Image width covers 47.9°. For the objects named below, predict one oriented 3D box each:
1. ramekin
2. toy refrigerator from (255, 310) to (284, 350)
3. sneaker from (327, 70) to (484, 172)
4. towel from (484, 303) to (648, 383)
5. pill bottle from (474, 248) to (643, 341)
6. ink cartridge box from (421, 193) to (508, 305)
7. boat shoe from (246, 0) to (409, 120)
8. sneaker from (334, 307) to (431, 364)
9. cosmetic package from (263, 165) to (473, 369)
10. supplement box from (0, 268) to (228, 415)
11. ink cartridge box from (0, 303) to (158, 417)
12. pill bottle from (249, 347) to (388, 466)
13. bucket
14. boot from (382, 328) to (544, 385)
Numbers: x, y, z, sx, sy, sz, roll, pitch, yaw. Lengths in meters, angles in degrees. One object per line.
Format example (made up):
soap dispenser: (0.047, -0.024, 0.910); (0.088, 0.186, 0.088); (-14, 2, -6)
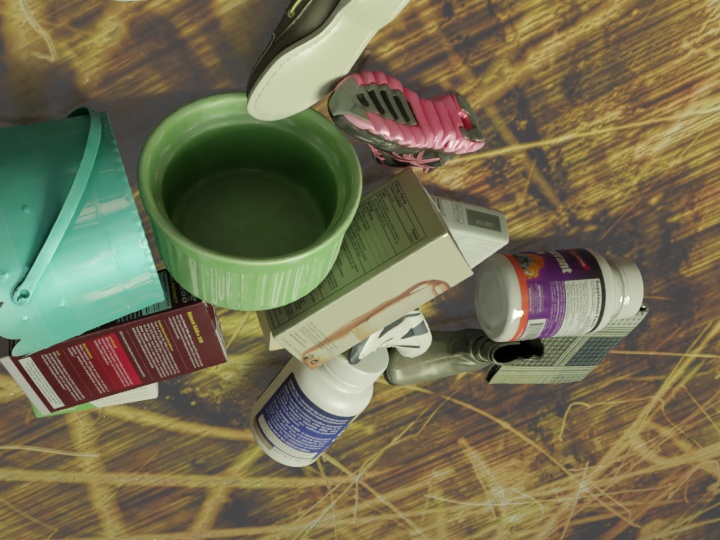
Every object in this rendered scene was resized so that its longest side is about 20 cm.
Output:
ramekin: (-0.102, -0.061, 0.752); (0.198, 0.201, 0.098); (-6, 147, -14)
toy refrigerator: (-0.074, -0.002, 0.925); (0.075, 0.070, 0.201); (-11, 141, -19)
sneaker: (0.034, -0.133, 0.797); (0.199, 0.080, 0.095); (4, 153, -45)
towel: (0.305, 0.107, 1.224); (0.198, 0.035, 0.193); (2, 139, -26)
pill bottle: (0.257, 0.029, 1.047); (0.198, 0.112, 0.112); (-4, 138, -17)
ink cartridge box: (0.056, -0.021, 0.983); (0.161, 0.058, 0.200); (9, 154, -29)
boat shoe: (-0.032, -0.213, 0.705); (0.201, 0.061, 0.072); (-40, 150, 26)
sneaker: (0.010, 0.069, 0.958); (0.129, 0.080, 0.200); (-31, 154, -9)
cosmetic package: (0.000, 0.000, 0.826); (0.199, 0.104, 0.087); (-30, 141, 10)
supplement box: (-0.244, 0.069, 0.816); (0.198, 0.061, 0.109); (-15, 140, -7)
ink cartridge box: (-0.309, 0.064, 0.898); (0.145, 0.085, 0.201); (-8, 139, -13)
pill bottle: (-0.053, 0.159, 1.073); (0.119, 0.120, 0.200); (14, 131, -32)
bucket: (-0.263, -0.039, 0.714); (0.134, 0.208, 0.208); (-18, 141, -14)
boot: (0.137, 0.107, 1.066); (0.199, 0.068, 0.130); (-10, -179, -33)
